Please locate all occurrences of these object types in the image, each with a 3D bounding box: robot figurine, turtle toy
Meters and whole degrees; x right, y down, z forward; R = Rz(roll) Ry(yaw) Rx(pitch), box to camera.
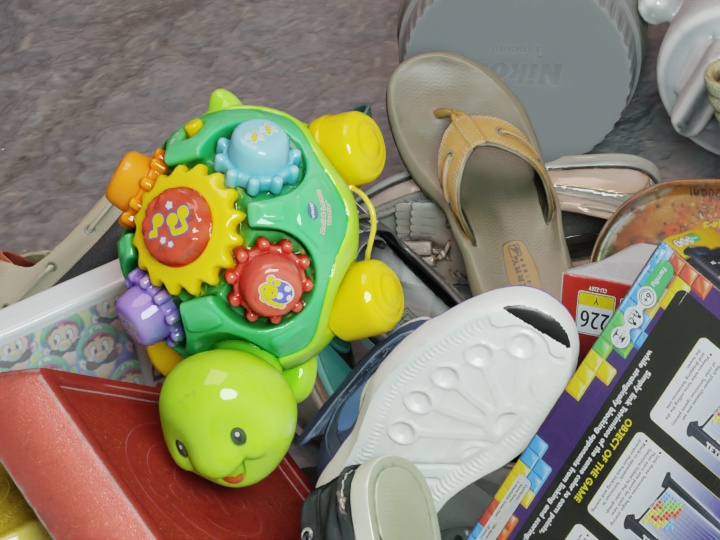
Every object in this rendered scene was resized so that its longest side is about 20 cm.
[{"bbox_3d":[0.251,-0.146,1.876,0.169,0.113,0.200,33,39,-2],"label":"robot figurine"},{"bbox_3d":[-0.062,0.007,1.465,0.145,0.201,0.101,-14,-14,30],"label":"turtle toy"}]

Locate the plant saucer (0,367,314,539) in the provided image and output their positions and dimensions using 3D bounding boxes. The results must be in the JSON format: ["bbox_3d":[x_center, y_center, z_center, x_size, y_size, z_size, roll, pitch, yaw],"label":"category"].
[{"bbox_3d":[-0.075,0.120,1.463,0.199,0.037,0.200,13,30,-49],"label":"plant saucer"}]

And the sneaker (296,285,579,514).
[{"bbox_3d":[0.046,0.044,1.460,0.080,0.200,0.147,31,37,-8],"label":"sneaker"}]

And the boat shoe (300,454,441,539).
[{"bbox_3d":[0.002,0.189,1.387,0.066,0.200,0.074,-15,-11,37],"label":"boat shoe"}]

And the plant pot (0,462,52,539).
[{"bbox_3d":[-0.173,0.166,1.498,0.199,0.143,0.200,-10,30,6],"label":"plant pot"}]

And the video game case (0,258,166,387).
[{"bbox_3d":[-0.179,0.096,1.579,0.199,0.183,0.024,-24,44,-17],"label":"video game case"}]

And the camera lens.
[{"bbox_3d":[0.107,-0.175,1.938,0.159,0.161,0.200,-7,30,11],"label":"camera lens"}]

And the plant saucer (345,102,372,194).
[{"bbox_3d":[-0.062,-0.026,1.812,0.200,0.036,0.200,-39,8,6],"label":"plant saucer"}]

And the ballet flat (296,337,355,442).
[{"bbox_3d":[-0.032,0.058,1.719,0.064,0.067,0.200,-38,26,14],"label":"ballet flat"}]

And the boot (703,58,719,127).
[{"bbox_3d":[0.296,-0.059,1.669,0.199,0.155,0.072,-3,31,18],"label":"boot"}]

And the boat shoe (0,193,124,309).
[{"bbox_3d":[-0.190,0.010,1.791,0.200,0.063,0.071,-33,13,16],"label":"boat shoe"}]

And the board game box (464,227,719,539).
[{"bbox_3d":[0.156,0.109,1.351,0.165,0.200,0.057,42,26,20],"label":"board game box"}]

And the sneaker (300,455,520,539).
[{"bbox_3d":[0.040,0.100,1.578,0.199,0.089,0.074,-3,32,20],"label":"sneaker"}]

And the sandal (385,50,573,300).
[{"bbox_3d":[0.075,-0.047,1.746,0.080,0.054,0.201,-19,67,-5],"label":"sandal"}]

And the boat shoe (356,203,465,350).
[{"bbox_3d":[0.000,0.000,1.673,0.070,0.066,0.200,-41,83,-23],"label":"boat shoe"}]

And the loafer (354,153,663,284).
[{"bbox_3d":[0.085,-0.026,1.794,0.199,0.072,0.063,-8,37,4],"label":"loafer"}]

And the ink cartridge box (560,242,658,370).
[{"bbox_3d":[0.195,0.094,1.411,0.199,0.176,0.084,11,17,32],"label":"ink cartridge box"}]

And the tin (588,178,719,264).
[{"bbox_3d":[0.224,0.007,1.641,0.199,0.113,0.042,1,-8,22],"label":"tin"}]
